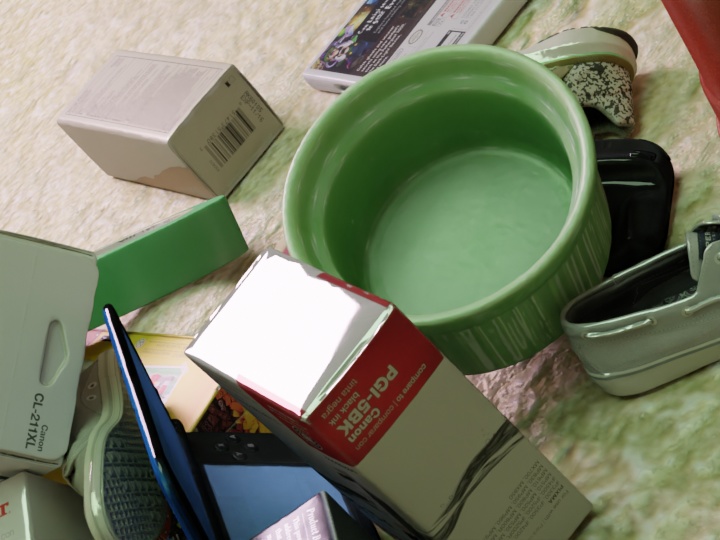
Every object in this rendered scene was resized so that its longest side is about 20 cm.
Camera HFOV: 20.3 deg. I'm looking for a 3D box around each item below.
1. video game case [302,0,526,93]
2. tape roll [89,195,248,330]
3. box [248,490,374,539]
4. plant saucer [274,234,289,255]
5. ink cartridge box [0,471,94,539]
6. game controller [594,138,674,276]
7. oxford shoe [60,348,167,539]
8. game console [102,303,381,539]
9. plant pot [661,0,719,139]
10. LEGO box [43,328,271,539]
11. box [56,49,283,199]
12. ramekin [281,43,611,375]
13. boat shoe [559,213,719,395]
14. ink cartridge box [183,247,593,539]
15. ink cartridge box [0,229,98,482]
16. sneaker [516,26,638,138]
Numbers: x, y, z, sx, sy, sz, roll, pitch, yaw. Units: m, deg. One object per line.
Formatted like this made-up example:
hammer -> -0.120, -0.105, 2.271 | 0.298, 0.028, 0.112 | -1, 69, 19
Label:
video game case -> 0.065, -0.218, 1.644 | 0.200, 0.023, 0.182 | -52, 33, -15
tape roll -> -0.184, 0.004, 1.527 | 0.200, 0.048, 0.200 | -25, 5, 2
box -> -0.049, 0.243, 1.081 | 0.200, 0.148, 0.107 | -34, 33, 11
plant saucer -> 0.000, 0.000, 1.419 | 0.200, 0.051, 0.201 | -28, 34, 20
ink cartridge box -> -0.230, 0.248, 1.268 | 0.146, 0.083, 0.200 | -26, 58, 24
game controller -> 0.106, -0.038, 1.323 | 0.200, 0.042, 0.104 | -3, 61, 22
oxford shoe -> -0.164, 0.122, 1.277 | 0.058, 0.075, 0.200 | -28, 29, 8
game console -> -0.064, 0.116, 1.204 | 0.200, 0.170, 0.118 | -119, 36, -56
plant pot -> 0.265, -0.192, 1.231 | 0.201, 0.195, 0.201 | -27, 35, 21
LEGO box -> -0.152, 0.124, 1.404 | 0.200, 0.077, 0.149 | 3, 53, 48
box -> -0.167, -0.128, 1.728 | 0.095, 0.078, 0.200 | -51, 33, -16
ramekin -> 0.060, -0.032, 1.253 | 0.200, 0.098, 0.200 | -10, 58, 17
boat shoe -> 0.209, 0.002, 1.172 | 0.200, 0.069, 0.072 | -24, 35, 26
ink cartridge box -> 0.017, 0.091, 1.149 | 0.083, 0.200, 0.147 | -51, 32, -10
ink cartridge box -> -0.253, 0.069, 1.337 | 0.200, 0.083, 0.146 | -30, 49, 61
sneaker -> 0.104, -0.102, 1.400 | 0.200, 0.077, 0.089 | -19, 53, 14
